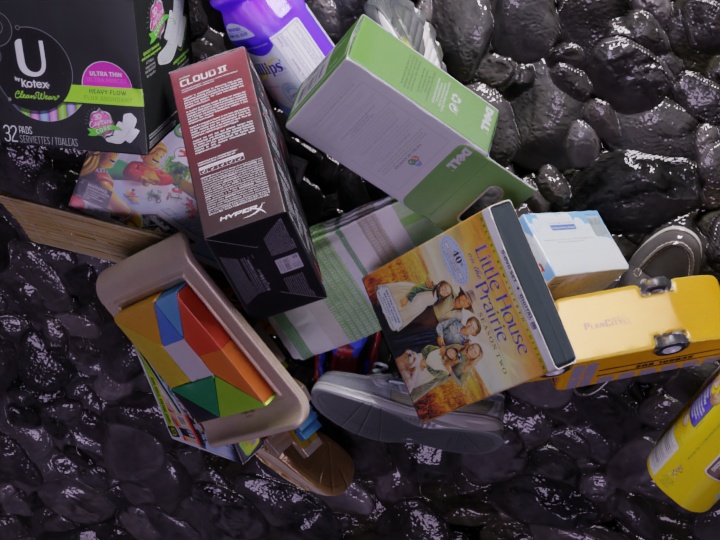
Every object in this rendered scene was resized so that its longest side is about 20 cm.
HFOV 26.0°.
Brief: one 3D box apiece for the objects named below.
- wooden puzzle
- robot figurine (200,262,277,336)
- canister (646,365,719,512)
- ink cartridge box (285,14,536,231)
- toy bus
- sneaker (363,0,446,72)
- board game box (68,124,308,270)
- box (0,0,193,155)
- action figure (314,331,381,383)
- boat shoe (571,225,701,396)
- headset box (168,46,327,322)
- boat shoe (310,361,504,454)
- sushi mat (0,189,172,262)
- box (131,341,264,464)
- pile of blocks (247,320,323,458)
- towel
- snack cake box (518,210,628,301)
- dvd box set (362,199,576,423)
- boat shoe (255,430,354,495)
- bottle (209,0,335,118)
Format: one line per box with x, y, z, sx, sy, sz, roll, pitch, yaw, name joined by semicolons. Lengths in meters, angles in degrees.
-0.151;0.072;1.419;0.201;0.037;0.184;56;145;-10;wooden puzzle
-0.134;0.010;1.567;0.198;0.058;0.146;11;131;10;robot figurine
0.357;0.116;1.425;0.086;0.148;0.201;40;132;10;canister
0.048;-0.115;1.321;0.199;0.060;0.104;33;136;-15;ink cartridge box
0.225;0.057;1.380;0.198;0.066;0.078;-10;156;-5;toy bus
0.037;-0.149;1.380;0.084;0.075;0.201;-11;121;26;sneaker
-0.164;-0.083;1.489;0.198;0.035;0.127;22;100;1;board game box
-0.238;-0.220;1.369;0.147;0.124;0.202;6;116;14;box
-0.012;0.069;1.569;0.065;0.052;0.201;9;130;1;action figure
0.257;0.045;1.462;0.066;0.057;0.201;29;129;-4;boat shoe
-0.099;-0.082;1.359;0.074;0.201;0.149;-18;149;4;headset box
0.049;0.132;1.565;0.200;0.065;0.075;11;148;-7;boat shoe
-0.252;-0.031;1.511;0.198;0.012;0.096;14;155;20;sushi mat
-0.169;0.089;1.520;0.109;0.035;0.201;13;132;41;box
-0.091;0.135;1.560;0.082;0.062;0.201;30;154;46;pile of blocks
0.000;0.000;1.457;0.198;0.031;0.150;-23;135;9;towel
0.137;0.028;1.447;0.200;0.114;0.068;-43;65;37;snack cake box
0.089;0.040;1.349;0.200;0.029;0.148;-28;83;53;dvd box set
-0.098;0.172;1.669;0.200;0.074;0.069;45;152;-9;boat shoe
-0.076;-0.211;1.369;0.201;0.065;0.083;54;157;-23;bottle
